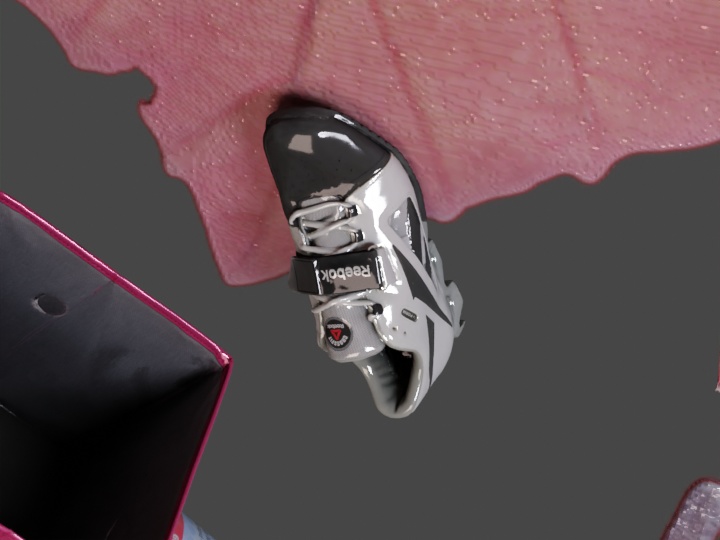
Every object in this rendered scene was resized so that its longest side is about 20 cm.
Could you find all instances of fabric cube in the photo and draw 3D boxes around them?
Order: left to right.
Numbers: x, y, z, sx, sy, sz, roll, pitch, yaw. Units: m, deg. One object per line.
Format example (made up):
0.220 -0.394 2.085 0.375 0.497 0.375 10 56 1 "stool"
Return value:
-0.232 0.108 1.227 0.199 0.197 0.199 37 139 -22 "fabric cube"

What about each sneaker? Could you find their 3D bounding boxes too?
0.000 0.000 1.098 0.073 0.089 0.201 -8 132 30 "sneaker"

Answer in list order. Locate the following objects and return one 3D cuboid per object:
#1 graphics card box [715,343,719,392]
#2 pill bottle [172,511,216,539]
0.289 0.022 1.037 0.198 0.051 0.126 8 138 15 "graphics card box"
-0.118 0.246 1.404 0.108 0.109 0.200 -24 124 39 "pill bottle"
